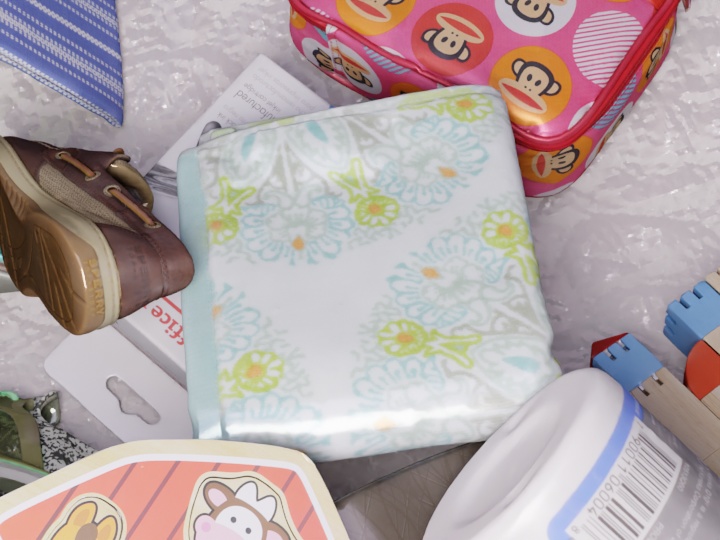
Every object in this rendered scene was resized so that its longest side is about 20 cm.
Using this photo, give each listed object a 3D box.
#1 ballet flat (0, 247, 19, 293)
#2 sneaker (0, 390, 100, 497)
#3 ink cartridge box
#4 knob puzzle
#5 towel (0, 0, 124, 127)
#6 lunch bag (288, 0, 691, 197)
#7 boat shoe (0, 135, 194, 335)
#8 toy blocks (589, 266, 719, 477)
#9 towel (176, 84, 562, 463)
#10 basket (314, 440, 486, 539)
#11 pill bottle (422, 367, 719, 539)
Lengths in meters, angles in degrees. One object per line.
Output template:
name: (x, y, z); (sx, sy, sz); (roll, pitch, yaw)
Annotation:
ballet flat: (-0.259, -0.020, 1.002); (0.199, 0.067, 0.064); (25, 110, 0)
sneaker: (-0.197, 0.091, 0.959); (0.199, 0.077, 0.089); (28, 42, 18)
ink cartridge box: (-0.072, 0.000, 0.968); (0.116, 0.067, 0.200); (37, 77, 19)
knob puzzle: (-0.070, 0.152, 0.734); (0.218, 0.030, 0.222); (7, 70, -20)
towel: (-0.187, -0.191, 1.024); (0.024, 0.145, 0.202); (-20, 65, 25)
lunch bag: (0.076, -0.155, 1.013); (0.199, 0.082, 0.177); (32, 71, 16)
boat shoe: (-0.136, -0.025, 0.911); (0.071, 0.073, 0.200); (-15, 21, -21)
toy blocks: (0.207, 0.054, 0.909); (0.199, 0.100, 0.137); (-33, 59, -19)
towel: (0.000, 0.000, 0.872); (0.170, 0.048, 0.201); (-9, 51, 4)
basket: (0.052, 0.198, 0.838); (0.179, 0.136, 0.201); (-14, 68, -38)
pill bottle: (0.131, 0.146, 0.764); (0.200, 0.114, 0.114); (43, 76, -7)
